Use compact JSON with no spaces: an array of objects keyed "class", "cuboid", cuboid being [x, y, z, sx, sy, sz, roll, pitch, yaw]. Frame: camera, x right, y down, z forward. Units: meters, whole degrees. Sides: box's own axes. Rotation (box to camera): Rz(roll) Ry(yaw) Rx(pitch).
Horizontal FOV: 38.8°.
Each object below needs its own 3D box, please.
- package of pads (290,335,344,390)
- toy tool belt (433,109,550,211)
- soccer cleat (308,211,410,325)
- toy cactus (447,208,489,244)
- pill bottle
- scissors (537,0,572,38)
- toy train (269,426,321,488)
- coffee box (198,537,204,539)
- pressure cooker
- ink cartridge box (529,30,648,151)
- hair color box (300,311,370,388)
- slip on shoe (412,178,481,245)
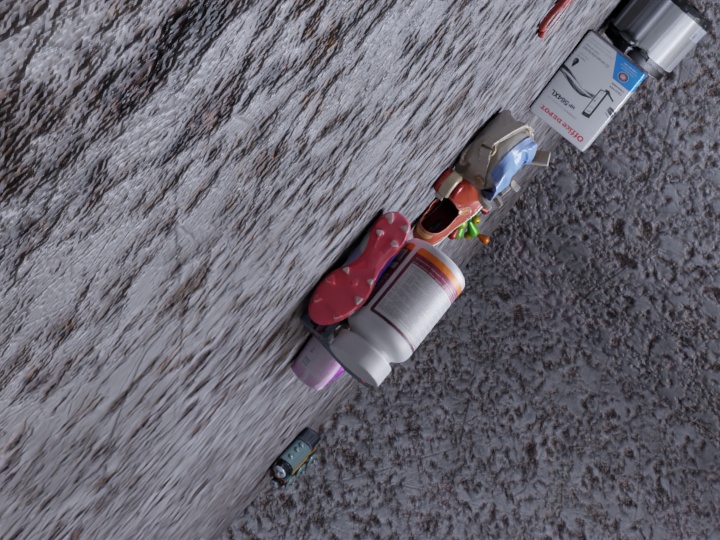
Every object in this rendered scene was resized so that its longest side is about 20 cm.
[{"class":"package of pads","cuboid":[-0.027,0.104,1.745,0.200,0.076,0.120,-55,168,31]},{"class":"toy tool belt","cuboid":[0.230,-0.169,1.740,0.200,0.123,0.125,-47,172,-23]},{"class":"soccer cleat","cuboid":[0.000,0.000,1.450,0.200,0.067,0.076,-52,178,-10]},{"class":"toy cactus","cuboid":[0.252,-0.135,2.233,0.166,0.102,0.200,-62,161,17]},{"class":"pill bottle","cuboid":[0.051,0.061,1.465,0.200,0.109,0.110,-50,173,-14]},{"class":"scissors","cuboid":[0.318,-0.420,1.470,0.201,0.014,0.073,-54,170,16]},{"class":"toy train","cuboid":[-0.191,0.546,2.975,0.200,0.085,0.114,-41,156,-43]},{"class":"coffee box","cuboid":[-0.448,0.792,2.617,0.114,0.080,0.200,-40,167,-52]},{"class":"pressure cooker","cuboid":[0.623,-0.507,2.193,0.200,0.175,0.179,-50,-158,23]},{"class":"ink cartridge box","cuboid":[0.467,-0.367,2.095,0.200,0.146,0.084,-53,173,22]},{"class":"hair color box","cuboid":[-0.007,0.095,1.578,0.099,0.060,0.200,-49,147,-9]},{"class":"slip on shoe","cuboid":[0.173,-0.122,1.864,0.200,0.074,0.061,-43,168,-14]}]
